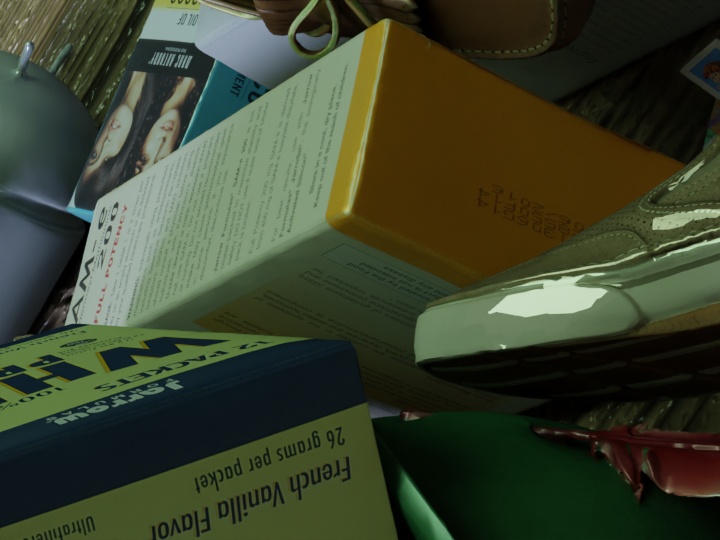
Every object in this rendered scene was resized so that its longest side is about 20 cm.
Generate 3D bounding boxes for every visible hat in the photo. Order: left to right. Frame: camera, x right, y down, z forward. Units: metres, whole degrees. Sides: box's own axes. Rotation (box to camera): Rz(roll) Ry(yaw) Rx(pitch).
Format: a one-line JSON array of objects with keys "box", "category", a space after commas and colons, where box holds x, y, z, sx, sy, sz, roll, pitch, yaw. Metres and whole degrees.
[{"box": [0.098, 0.066, 0.771, 0.176, 0.166, 0.200, -32, 49, -11], "category": "hat"}]

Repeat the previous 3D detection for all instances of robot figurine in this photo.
[{"box": [-0.192, -0.020, 1.200, 0.200, 0.113, 0.170, -59, 8, 8], "category": "robot figurine"}]

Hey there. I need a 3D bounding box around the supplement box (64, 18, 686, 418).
[{"box": [0.000, 0.000, 0.872, 0.200, 0.126, 0.074, -26, 47, 53], "category": "supplement box"}]

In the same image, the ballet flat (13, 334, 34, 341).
[{"box": [-0.172, 0.114, 1.118, 0.200, 0.067, 0.068, -61, 25, 4], "category": "ballet flat"}]

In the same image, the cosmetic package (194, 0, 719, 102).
[{"box": [0.053, -0.175, 0.944, 0.200, 0.123, 0.200, -27, 47, 46], "category": "cosmetic package"}]

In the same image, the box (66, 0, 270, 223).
[{"box": [-0.054, -0.104, 1.118, 0.082, 0.049, 0.201, 12, 77, 58], "category": "box"}]

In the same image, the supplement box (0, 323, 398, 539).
[{"box": [-0.082, 0.129, 0.757, 0.200, 0.134, 0.201, 1, 107, 61], "category": "supplement box"}]

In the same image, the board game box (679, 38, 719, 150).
[{"box": [0.162, -0.060, 0.775, 0.200, 0.039, 0.158, -44, 37, 31], "category": "board game box"}]

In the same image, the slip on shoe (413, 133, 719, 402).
[{"box": [0.106, -0.007, 0.735, 0.200, 0.076, 0.061, -15, 66, 34], "category": "slip on shoe"}]

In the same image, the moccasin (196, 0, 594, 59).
[{"box": [-0.017, -0.107, 0.828, 0.201, 0.078, 0.074, 23, 129, 27], "category": "moccasin"}]
